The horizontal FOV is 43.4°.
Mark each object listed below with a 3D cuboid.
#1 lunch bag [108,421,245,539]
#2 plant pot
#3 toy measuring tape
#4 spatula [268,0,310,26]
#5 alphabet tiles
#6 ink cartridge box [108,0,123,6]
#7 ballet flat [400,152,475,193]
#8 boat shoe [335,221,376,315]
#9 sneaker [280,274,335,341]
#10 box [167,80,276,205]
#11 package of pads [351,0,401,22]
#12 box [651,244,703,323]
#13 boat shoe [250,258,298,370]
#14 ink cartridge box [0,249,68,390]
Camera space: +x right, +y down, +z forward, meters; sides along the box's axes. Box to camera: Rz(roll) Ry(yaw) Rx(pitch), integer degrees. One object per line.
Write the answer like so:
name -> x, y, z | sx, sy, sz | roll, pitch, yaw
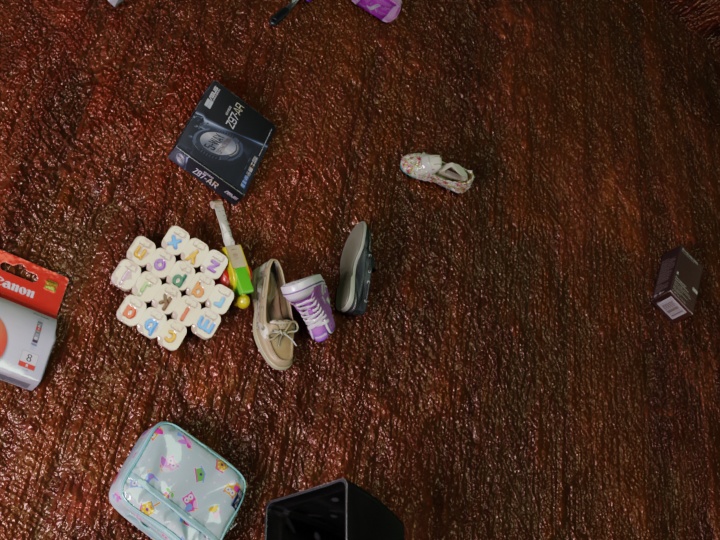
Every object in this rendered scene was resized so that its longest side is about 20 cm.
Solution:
lunch bag -> -0.280, 0.349, 1.406 | 0.199, 0.077, 0.162 | 40, 48, -14
plant pot -> -0.030, 0.473, 1.470 | 0.176, 0.198, 0.204 | 24, 53, -39
toy measuring tape -> -0.245, -0.023, 1.641 | 0.073, 0.073, 0.204 | -10, 74, -41
spatula -> -0.158, -0.604, 2.056 | 0.056, 0.021, 0.201 | 38, 50, -8
alphabet tiles -> -0.321, 0.029, 1.553 | 0.198, 0.015, 0.198 | 31, 64, -9
ink cartridge box -> -0.508, -0.621, 1.731 | 0.200, 0.103, 0.060 | 46, 46, -9
ballet flat -> 0.184, -0.237, 2.102 | 0.197, 0.064, 0.077 | 14, 59, -32
boat shoe -> 0.001, -0.001, 1.822 | 0.065, 0.074, 0.203 | 26, 54, -27
sneaker -> -0.085, 0.072, 1.661 | 0.200, 0.071, 0.117 | 19, 55, -77
box -> -0.266, -0.251, 1.765 | 0.159, 0.043, 0.202 | 36, 50, -19
package of pads -> 0.050, -0.726, 2.251 | 0.119, 0.075, 0.204 | 24, 54, -24
box -> 0.877, 0.037, 2.498 | 0.100, 0.075, 0.201 | 41, 46, -12
boat shoe -> -0.158, 0.080, 1.658 | 0.072, 0.062, 0.204 | -2, 69, -39
ink cartridge box -> -0.538, 0.061, 1.378 | 0.160, 0.050, 0.204 | 26, 56, -26
